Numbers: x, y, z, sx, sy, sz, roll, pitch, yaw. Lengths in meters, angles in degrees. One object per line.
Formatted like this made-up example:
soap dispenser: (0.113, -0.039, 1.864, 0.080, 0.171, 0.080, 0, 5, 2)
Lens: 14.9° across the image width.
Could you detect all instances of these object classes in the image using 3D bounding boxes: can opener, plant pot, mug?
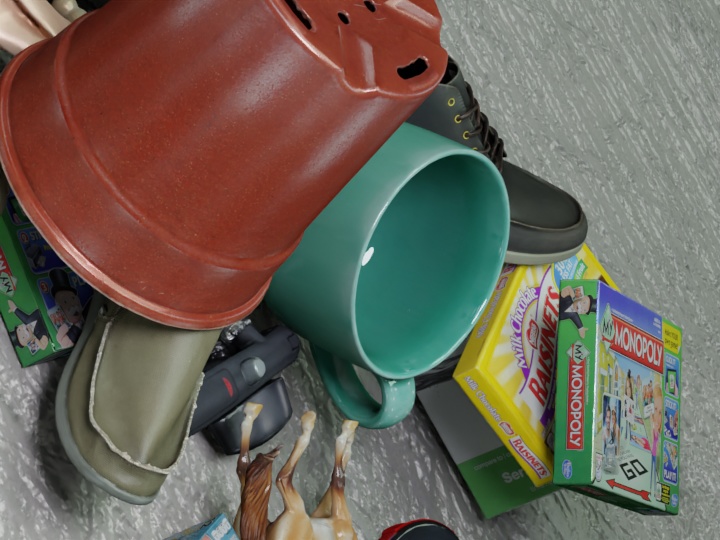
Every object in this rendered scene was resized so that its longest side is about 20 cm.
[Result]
can opener: (-0.095, 0.079, 1.657, 0.079, 0.063, 0.200, 59, 29, 4)
plant pot: (-0.067, -0.102, 1.526, 0.201, 0.195, 0.201, 30, 39, -28)
mug: (-0.003, -0.008, 1.742, 0.152, 0.114, 0.185, 33, 84, -54)

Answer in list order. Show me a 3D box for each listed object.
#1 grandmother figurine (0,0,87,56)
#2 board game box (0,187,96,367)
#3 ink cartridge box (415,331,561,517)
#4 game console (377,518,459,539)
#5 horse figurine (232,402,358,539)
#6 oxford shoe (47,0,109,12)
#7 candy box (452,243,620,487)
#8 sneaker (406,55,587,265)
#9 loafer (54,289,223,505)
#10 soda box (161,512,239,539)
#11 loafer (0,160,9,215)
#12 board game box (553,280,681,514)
grandmother figurine: (-0.180, -0.128, 1.643, 0.200, 0.061, 0.121, 39, 43, -14)
board game box: (-0.161, -0.023, 1.662, 0.200, 0.029, 0.135, -14, 80, -60)
ink cartridge box: (0.098, 0.051, 1.953, 0.200, 0.084, 0.146, 60, 31, -8)
game console: (0.020, 0.267, 1.643, 0.200, 0.031, 0.177, -42, 106, -26)
horse figurine: (-0.035, 0.154, 1.693, 0.200, 0.050, 0.133, 22, 73, -64)
oxford shoe: (-0.115, -0.129, 1.727, 0.200, 0.073, 0.084, 47, 22, 10)
candy box: (0.125, 0.046, 1.877, 0.102, 0.026, 0.200, 50, 37, -19)
sneaker: (0.077, -0.078, 1.843, 0.200, 0.106, 0.075, 19, 35, -14)
loafer: (-0.122, 0.043, 1.564, 0.075, 0.070, 0.200, 27, 42, -24)
soda box: (-0.122, 0.211, 1.508, 0.064, 0.068, 0.200, 60, 29, -9)
loafer: (-0.251, -0.116, 1.539, 0.200, 0.076, 0.067, 60, 36, -9)
board game box: (0.177, 0.090, 1.868, 0.200, 0.029, 0.135, 24, 67, -65)
